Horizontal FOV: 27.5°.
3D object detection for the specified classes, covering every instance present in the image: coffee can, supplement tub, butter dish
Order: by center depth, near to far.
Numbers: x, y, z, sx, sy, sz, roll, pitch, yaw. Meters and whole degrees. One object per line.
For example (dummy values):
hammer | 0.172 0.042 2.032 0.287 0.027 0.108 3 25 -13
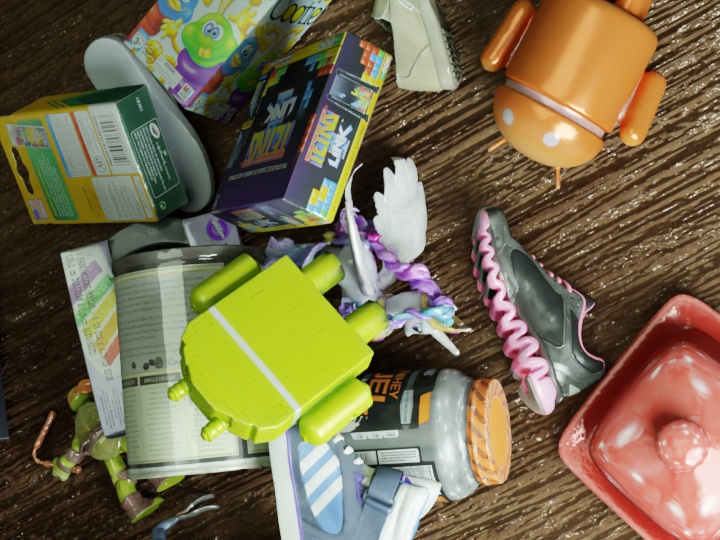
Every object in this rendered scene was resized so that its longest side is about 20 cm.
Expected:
butter dish | 0.287 0.150 1.279 0.199 0.148 0.201 41 100 16
coffee can | -0.153 0.087 1.373 0.144 0.146 0.203 -7 83 19
supplement tub | 0.036 0.157 1.382 0.197 0.122 0.124 -6 85 18

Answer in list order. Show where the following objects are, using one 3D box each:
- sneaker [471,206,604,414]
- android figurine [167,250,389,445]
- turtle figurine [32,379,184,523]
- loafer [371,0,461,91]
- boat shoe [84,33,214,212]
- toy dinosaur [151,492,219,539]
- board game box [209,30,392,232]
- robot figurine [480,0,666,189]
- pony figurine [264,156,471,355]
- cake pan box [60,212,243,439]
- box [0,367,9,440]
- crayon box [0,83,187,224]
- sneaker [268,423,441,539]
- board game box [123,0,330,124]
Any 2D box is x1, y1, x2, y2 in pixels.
sneaker | 0.168 0.029 1.379 0.094 0.079 0.202 -20 81 -5
android figurine | -0.075 0.070 1.275 0.199 0.041 0.182 -38 75 -26
turtle figurine | -0.250 0.166 1.513 0.200 0.064 0.161 -47 74 11
loafer | 0.041 -0.266 1.429 0.067 0.076 0.203 -17 82 12
boat shoe | -0.208 -0.155 1.514 0.070 0.070 0.201 -31 99 21
toy dinosaur | -0.204 0.312 1.451 0.181 0.199 0.106 -21 96 48
board game box | -0.061 -0.125 1.386 0.056 0.199 0.167 25 78 -22
robot figurine | 0.197 -0.180 1.347 0.143 0.117 0.202 25 97 -24
pony figurine | 0.000 0.000 1.402 0.198 0.166 0.196 -13 94 30
cake pan box | -0.191 0.049 1.477 0.182 0.052 0.203 -13 82 -5
box | -0.498 0.100 1.575 0.197 0.123 0.201 -10 82 20
crayon box | -0.277 -0.115 1.498 0.198 0.051 0.127 0 117 40
sneaker | -0.003 0.175 1.302 0.144 0.081 0.203 -8 80 2
board game box | -0.122 -0.262 1.472 0.105 0.103 0.200 45 102 16
